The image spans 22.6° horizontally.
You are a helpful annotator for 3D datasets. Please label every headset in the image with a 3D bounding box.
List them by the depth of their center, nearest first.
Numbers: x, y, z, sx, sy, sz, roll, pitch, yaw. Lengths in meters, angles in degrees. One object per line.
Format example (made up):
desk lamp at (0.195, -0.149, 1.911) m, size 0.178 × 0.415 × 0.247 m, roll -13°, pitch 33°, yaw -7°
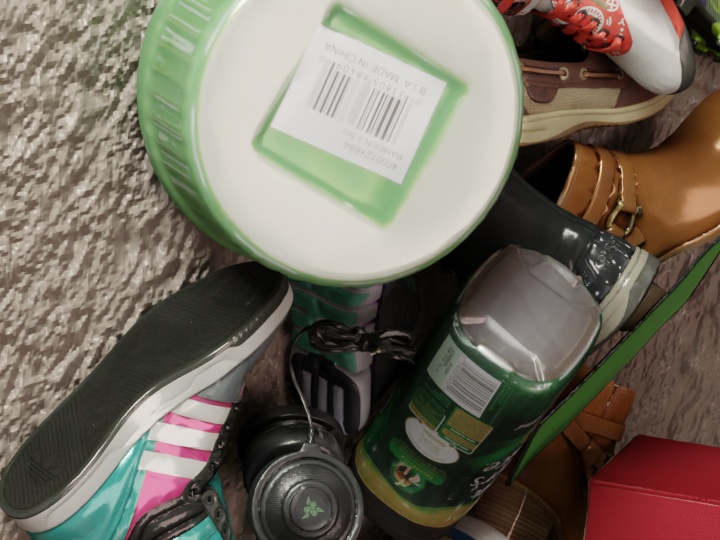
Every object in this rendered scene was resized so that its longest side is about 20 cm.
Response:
headset at (-0.023, 0.124, 1.064) m, size 0.093 × 0.124 × 0.201 m, roll 4°, pitch 110°, yaw -11°

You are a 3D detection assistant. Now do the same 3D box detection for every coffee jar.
coffee jar at (0.064, 0.081, 1.100) m, size 0.104 × 0.085 × 0.200 m, roll -48°, pitch 172°, yaw -42°

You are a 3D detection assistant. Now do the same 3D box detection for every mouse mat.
mouse mat at (0.170, 0.059, 1.201) m, size 0.200 × 0.008 × 0.161 m, roll -45°, pitch 168°, yaw -15°

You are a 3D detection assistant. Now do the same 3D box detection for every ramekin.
ramekin at (-0.012, -0.088, 0.940) m, size 0.199 × 0.098 × 0.201 m, roll -4°, pitch 104°, yaw -14°

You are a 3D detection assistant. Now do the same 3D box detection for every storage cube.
storage cube at (0.252, 0.222, 1.249) m, size 0.200 × 0.179 × 0.172 m, roll -16°, pitch 112°, yaw -69°

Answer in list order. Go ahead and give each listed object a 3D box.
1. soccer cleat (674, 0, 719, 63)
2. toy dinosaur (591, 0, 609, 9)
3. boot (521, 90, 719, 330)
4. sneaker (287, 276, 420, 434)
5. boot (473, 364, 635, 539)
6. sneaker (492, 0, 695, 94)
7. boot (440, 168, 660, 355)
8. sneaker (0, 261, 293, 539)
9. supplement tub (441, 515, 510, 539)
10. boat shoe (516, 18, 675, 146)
soccer cleat at (0.254, -0.198, 1.262) m, size 0.200 × 0.065 × 0.084 m, roll 31°, pitch 87°, yaw -49°
toy dinosaur at (0.034, -0.167, 1.026) m, size 0.199 × 0.058 × 0.102 m, roll -17°, pitch 123°, yaw -3°
boot at (0.181, -0.063, 1.232) m, size 0.155 × 0.077 × 0.200 m, roll 29°, pitch 103°, yaw -43°
sneaker at (0.000, 0.000, 1.095) m, size 0.087 × 0.074 × 0.201 m, roll -38°, pitch 144°, yaw -42°
boot at (0.161, 0.156, 1.343) m, size 0.200 × 0.076 × 0.156 m, roll 33°, pitch 78°, yaw -44°
sneaker at (0.118, -0.168, 1.097) m, size 0.108 × 0.067 × 0.202 m, roll -41°, pitch 110°, yaw -23°
boot at (0.078, 0.009, 1.156) m, size 0.204 × 0.154 × 0.074 m, roll -46°, pitch -172°, yaw 46°
sneaker at (-0.096, 0.098, 1.016) m, size 0.200 × 0.084 × 0.121 m, roll -43°, pitch 130°, yaw -13°
supplement tub at (0.025, 0.268, 1.184) m, size 0.200 × 0.144 × 0.145 m, roll -35°, pitch 131°, yaw -31°
boat shoe at (0.140, -0.134, 1.171) m, size 0.199 × 0.072 × 0.072 m, roll -17°, pitch 117°, yaw -39°
